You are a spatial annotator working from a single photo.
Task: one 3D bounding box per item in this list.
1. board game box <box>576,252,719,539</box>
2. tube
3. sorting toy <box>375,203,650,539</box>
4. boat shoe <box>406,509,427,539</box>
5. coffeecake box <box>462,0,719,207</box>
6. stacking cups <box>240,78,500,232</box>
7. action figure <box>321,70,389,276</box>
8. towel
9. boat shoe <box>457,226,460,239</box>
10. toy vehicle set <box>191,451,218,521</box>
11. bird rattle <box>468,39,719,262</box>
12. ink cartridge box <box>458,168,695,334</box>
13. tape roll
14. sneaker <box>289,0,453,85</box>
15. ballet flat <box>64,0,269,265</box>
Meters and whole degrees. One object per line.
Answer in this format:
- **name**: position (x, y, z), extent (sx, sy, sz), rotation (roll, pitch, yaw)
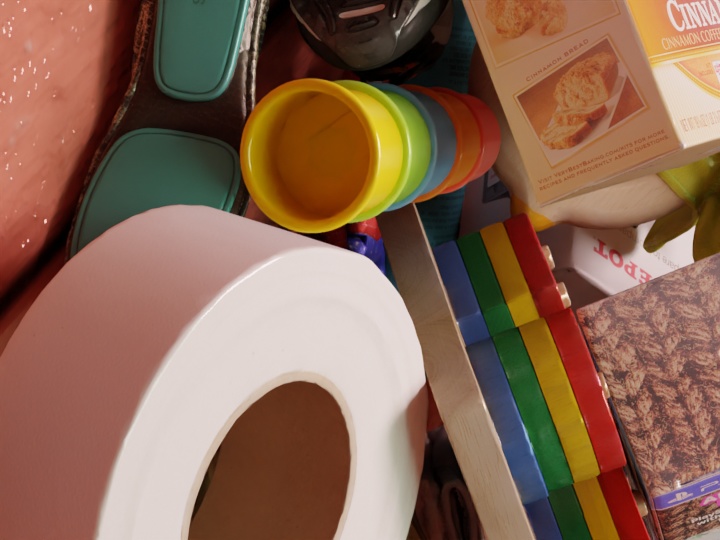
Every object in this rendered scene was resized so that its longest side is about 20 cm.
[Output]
- **board game box**: position (0.200, 0.069, 1.301), extent (0.200, 0.158, 0.097), rotation (67, 3, -63)
- **tube**: position (0.029, -0.035, 1.358), extent (0.077, 0.050, 0.202), rotation (-5, 104, -60)
- **sorting toy**: position (0.079, 0.079, 1.221), extent (0.199, 0.069, 0.201), rotation (-107, 176, -61)
- **boat shoe**: position (-0.018, 0.087, 1.200), extent (0.067, 0.072, 0.201), rotation (16, 51, -38)
- **coffeecake box**: position (0.098, -0.140, 1.177), extent (0.153, 0.073, 0.201), rotation (-17, 85, -61)
- **stacking cups**: position (0.015, -0.048, 1.179), extent (0.200, 0.060, 0.061), rotation (-6, 98, -69)
- **action figure**: position (0.000, 0.000, 1.301), extent (0.065, 0.051, 0.202), rotation (-7, 98, -58)
- **towel**: position (0.055, 0.179, 1.298), extent (0.191, 0.032, 0.202), rotation (-55, 133, -87)
- **boat shoe**: position (0.095, 0.023, 1.477), extent (0.200, 0.062, 0.072), rotation (33, 66, -59)
- **toy vehicle set**: position (-0.083, 0.173, 1.172), extent (0.124, 0.026, 0.201), rotation (-49, 135, -51)
- **bird rattle**: position (0.130, -0.094, 1.287), extent (0.113, 0.162, 0.202), rotation (-135, -147, -79)
- **ink cartridge box**: position (0.130, -0.040, 1.427), extent (0.147, 0.085, 0.201), rotation (33, 49, -34)
- **tape roll**: position (-0.060, 0.080, 1.063), extent (0.202, 0.070, 0.204), rotation (-29, 128, -46)
- **sneaker**: position (0.013, -0.113, 1.209), extent (0.200, 0.073, 0.080), rotation (-79, 156, -73)
- **ballet flat**: position (-0.069, -0.055, 1.139), extent (0.075, 0.067, 0.201), rotation (76, 25, -71)
